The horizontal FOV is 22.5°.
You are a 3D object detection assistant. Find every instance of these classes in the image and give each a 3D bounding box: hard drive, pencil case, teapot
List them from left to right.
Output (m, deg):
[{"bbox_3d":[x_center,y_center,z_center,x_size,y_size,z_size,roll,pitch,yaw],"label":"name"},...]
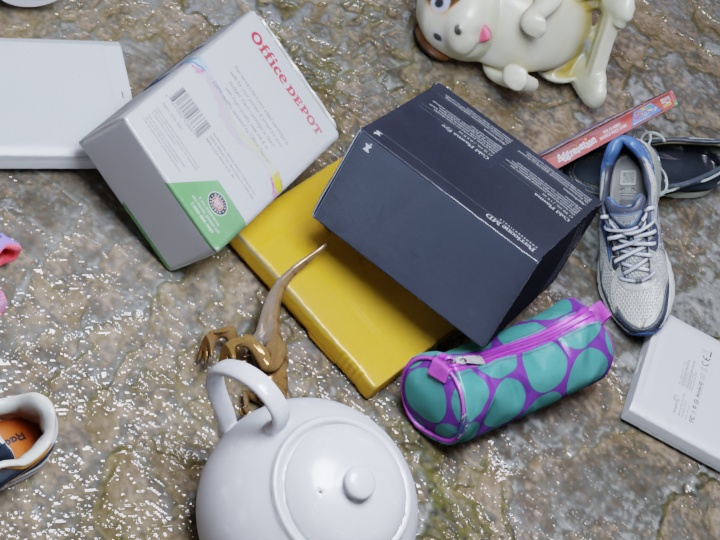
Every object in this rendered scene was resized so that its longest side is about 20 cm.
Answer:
[{"bbox_3d":[-0.305,-0.152,1.644,0.198,0.026,0.133,-1,58,-25],"label":"hard drive"},{"bbox_3d":[-0.032,0.181,1.449,0.198,0.146,0.200,7,67,-22],"label":"teapot"},{"bbox_3d":[0.136,0.089,1.641,0.199,0.093,0.085,-20,55,-35],"label":"pencil case"},{"bbox_3d":[0.356,0.135,1.750,0.199,0.026,0.133,28,51,-4],"label":"hard drive"}]

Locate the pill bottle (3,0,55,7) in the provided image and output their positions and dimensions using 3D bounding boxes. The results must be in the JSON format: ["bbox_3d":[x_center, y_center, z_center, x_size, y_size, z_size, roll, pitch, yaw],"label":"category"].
[{"bbox_3d":[-0.327,-0.356,1.727,0.111,0.112,0.202,-2,58,-25],"label":"pill bottle"}]

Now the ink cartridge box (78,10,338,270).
[{"bbox_3d":[-0.133,-0.119,1.641,0.146,0.087,0.200,54,52,-13],"label":"ink cartridge box"}]

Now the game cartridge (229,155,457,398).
[{"bbox_3d":[0.000,0.000,1.685,0.176,0.032,0.200,-34,78,-37],"label":"game cartridge"}]

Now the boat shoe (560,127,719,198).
[{"bbox_3d":[0.297,-0.104,1.864,0.198,0.062,0.076,-2,64,-23],"label":"boat shoe"}]

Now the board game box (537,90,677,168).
[{"bbox_3d":[0.221,-0.128,1.821,0.199,0.103,0.020,-28,95,-36],"label":"board game box"}]

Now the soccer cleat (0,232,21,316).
[{"bbox_3d":[-0.329,0.042,1.486,0.072,0.068,0.202,18,50,-17],"label":"soccer cleat"}]

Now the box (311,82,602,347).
[{"bbox_3d":[0.090,-0.055,1.644,0.199,0.105,0.182,37,30,11],"label":"box"}]

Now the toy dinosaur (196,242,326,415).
[{"bbox_3d":[-0.084,0.069,1.589,0.105,0.060,0.202,13,64,-34],"label":"toy dinosaur"}]

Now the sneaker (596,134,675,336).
[{"bbox_3d":[0.258,-0.038,1.757,0.076,0.085,0.202,-8,76,13],"label":"sneaker"}]

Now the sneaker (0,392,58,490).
[{"bbox_3d":[-0.319,0.156,1.404,0.078,0.080,0.200,46,53,10],"label":"sneaker"}]

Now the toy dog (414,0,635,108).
[{"bbox_3d":[0.155,-0.268,1.869,0.198,0.140,0.195,0,45,-24],"label":"toy dog"}]
